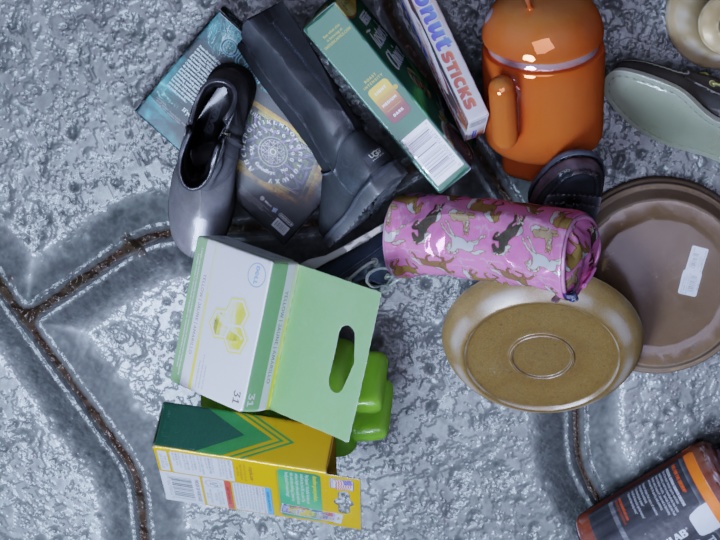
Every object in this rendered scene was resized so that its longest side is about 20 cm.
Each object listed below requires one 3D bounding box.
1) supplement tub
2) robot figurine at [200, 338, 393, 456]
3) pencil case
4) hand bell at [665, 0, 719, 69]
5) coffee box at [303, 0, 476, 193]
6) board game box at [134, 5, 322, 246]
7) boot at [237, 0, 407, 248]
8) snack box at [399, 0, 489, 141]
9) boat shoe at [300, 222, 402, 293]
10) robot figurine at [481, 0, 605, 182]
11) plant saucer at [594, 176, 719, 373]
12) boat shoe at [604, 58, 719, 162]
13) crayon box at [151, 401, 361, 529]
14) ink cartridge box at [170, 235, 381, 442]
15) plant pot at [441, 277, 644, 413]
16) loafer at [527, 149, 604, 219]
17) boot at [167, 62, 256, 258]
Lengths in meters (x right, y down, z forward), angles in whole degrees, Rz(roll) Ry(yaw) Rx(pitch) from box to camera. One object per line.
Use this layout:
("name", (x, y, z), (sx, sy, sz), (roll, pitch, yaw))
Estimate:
("supplement tub", (0.321, 0.242, 1.675), (0.199, 0.107, 0.107), (-34, 101, 14))
("robot figurine", (-0.069, 0.126, 1.668), (0.197, 0.117, 0.177), (0, 139, 10))
("pencil case", (0.116, -0.023, 1.529), (0.198, 0.083, 0.088), (9, 100, 29))
("hand bell", (0.330, -0.214, 1.490), (0.103, 0.200, 0.106), (2, 107, 5))
("coffee box", (0.030, -0.172, 1.572), (0.044, 0.123, 0.200), (-38, 98, 15))
("board game box", (-0.103, -0.140, 1.641), (0.200, 0.028, 0.135), (42, 105, -7))
("boot", (-0.051, -0.135, 1.577), (0.201, 0.065, 0.165), (51, 150, 4))
("snack box", (0.066, -0.220, 1.544), (0.024, 0.072, 0.202), (-24, 82, -2))
("boat shoe", (0.000, 0.000, 1.624), (0.198, 0.075, 0.062), (-28, 82, -14))
("robot figurine", (0.169, -0.179, 1.547), (0.142, 0.117, 0.202), (-14, 126, -13))
("plant saucer", (0.293, 0.009, 1.650), (0.197, 0.030, 0.203), (1, 106, 5))
("boat shoe", (0.326, -0.150, 1.585), (0.199, 0.061, 0.072), (27, 146, 1))
("crayon box", (-0.092, 0.188, 1.606), (0.197, 0.052, 0.126), (9, 150, 5))
("ink cartridge box", (-0.083, 0.062, 1.554), (0.199, 0.048, 0.147), (19, 100, 39))
("plant pot", (0.176, 0.077, 1.633), (0.197, 0.028, 0.201), (4, 136, 4))
("loafer", (0.184, -0.033, 1.577), (0.071, 0.064, 0.201), (5, 146, -13))
("boot", (-0.151, -0.093, 1.575), (0.069, 0.132, 0.203), (11, 107, 1))
